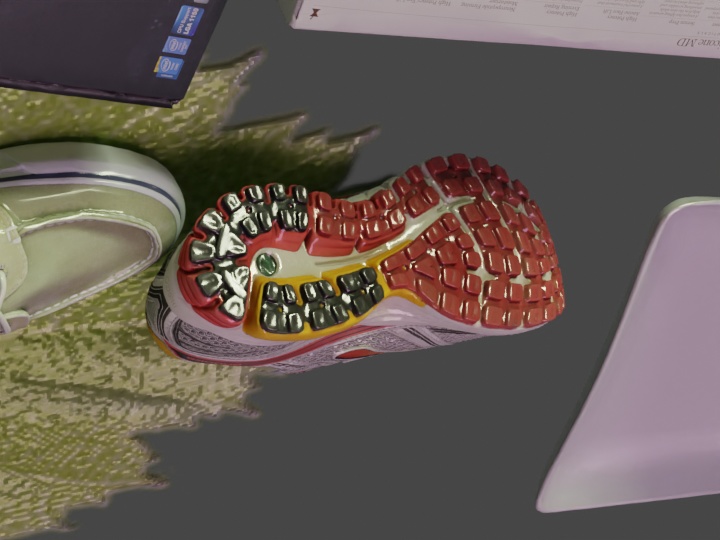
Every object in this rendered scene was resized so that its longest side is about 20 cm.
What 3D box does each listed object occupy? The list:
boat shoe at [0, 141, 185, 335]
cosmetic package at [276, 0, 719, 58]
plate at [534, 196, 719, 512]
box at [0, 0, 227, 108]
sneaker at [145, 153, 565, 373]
[{"bbox_3d":[-0.157,0.005,0.757,0.200,0.062,0.072,-13,136,-18],"label":"boat shoe"},{"bbox_3d":[0.067,-0.129,0.752,0.200,0.051,0.083,1,129,-28],"label":"cosmetic package"},{"bbox_3d":[0.194,0.033,0.995,0.199,0.032,0.200,-2,133,-25],"label":"plate"},{"bbox_3d":[-0.099,-0.151,0.647,0.160,0.044,0.200,6,129,-33],"label":"box"},{"bbox_3d":[0.000,0.000,0.842,0.200,0.078,0.082,-1,161,-35],"label":"sneaker"}]
